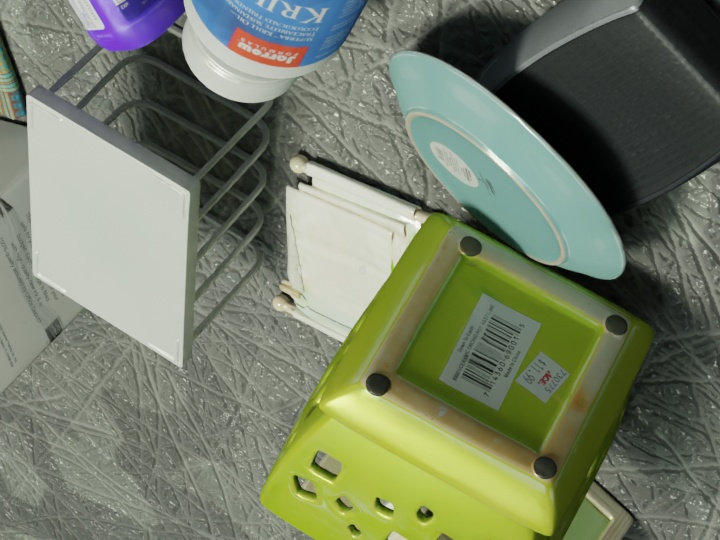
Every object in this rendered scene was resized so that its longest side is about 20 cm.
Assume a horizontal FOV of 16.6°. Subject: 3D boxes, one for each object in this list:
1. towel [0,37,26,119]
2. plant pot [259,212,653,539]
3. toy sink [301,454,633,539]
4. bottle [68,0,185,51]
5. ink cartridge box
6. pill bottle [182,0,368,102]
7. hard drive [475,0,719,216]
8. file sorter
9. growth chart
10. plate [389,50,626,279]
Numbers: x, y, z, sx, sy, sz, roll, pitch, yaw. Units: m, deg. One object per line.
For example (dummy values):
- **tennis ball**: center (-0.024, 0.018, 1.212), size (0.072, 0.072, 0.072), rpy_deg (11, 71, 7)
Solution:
- **towel**: center (-0.335, -0.207, 1.873), size (0.146, 0.022, 0.200), rpy_deg (18, 142, 31)
- **plant pot**: center (0.071, 0.092, 1.634), size (0.199, 0.200, 0.182), rpy_deg (29, 150, 4)
- **toy sink**: center (0.077, 0.174, 1.814), size (0.200, 0.130, 0.112), rpy_deg (43, 147, -2)
- **bottle**: center (-0.184, -0.242, 1.619), size (0.065, 0.084, 0.200), rpy_deg (2, 132, 45)
- **ink cartridge box**: center (-0.295, 0.002, 1.917), size (0.084, 0.200, 0.146), rpy_deg (17, 141, 36)
- **pill bottle**: center (-0.046, -0.187, 1.521), size (0.112, 0.112, 0.200), rpy_deg (38, 147, 3)
- **hard drive**: center (0.154, -0.101, 1.486), size (0.135, 0.042, 0.200), rpy_deg (46, 147, -9)
- **file sorter**: center (-0.144, -0.062, 1.757), size (0.138, 0.125, 0.200), rpy_deg (30, 146, 17)
- **growth chart**: center (0.000, 0.000, 1.785), size (0.144, 0.018, 0.200), rpy_deg (29, 146, 16)
- **plate**: center (0.085, -0.059, 1.559), size (0.200, 0.026, 0.200), rpy_deg (41, 169, 10)
